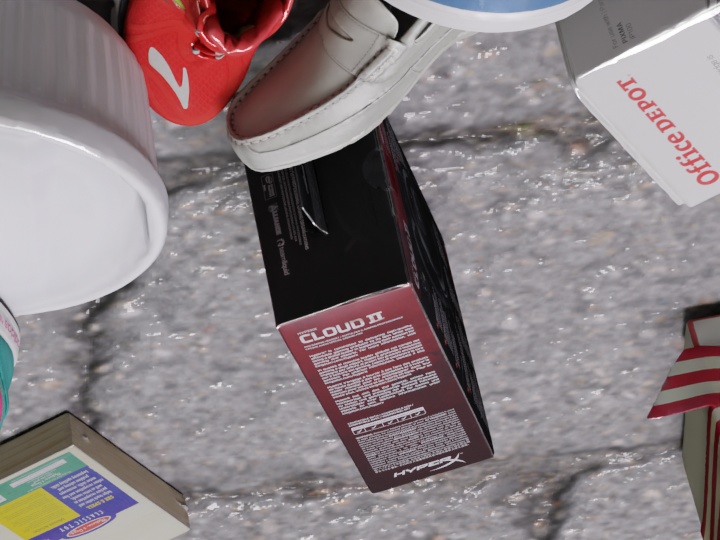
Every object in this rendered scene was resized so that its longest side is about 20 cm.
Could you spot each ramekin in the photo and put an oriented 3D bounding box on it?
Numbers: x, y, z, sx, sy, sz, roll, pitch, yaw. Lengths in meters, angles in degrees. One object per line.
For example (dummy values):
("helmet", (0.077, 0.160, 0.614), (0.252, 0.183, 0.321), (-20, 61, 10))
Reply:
("ramekin", (-0.190, -0.063, 1.442), (0.202, 0.095, 0.203), (1, 152, 1))

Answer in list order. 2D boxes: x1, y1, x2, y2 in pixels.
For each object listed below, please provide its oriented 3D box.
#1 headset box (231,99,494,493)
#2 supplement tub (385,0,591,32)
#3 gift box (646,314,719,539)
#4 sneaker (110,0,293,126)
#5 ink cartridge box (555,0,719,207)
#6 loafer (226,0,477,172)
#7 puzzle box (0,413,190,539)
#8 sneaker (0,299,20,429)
("headset box", (0.000, 0.000, 1.565), (0.077, 0.149, 0.200), (-18, 145, 8))
("supplement tub", (0.064, -0.216, 1.290), (0.144, 0.145, 0.200), (-4, 144, -12))
("gift box", (0.277, 0.124, 1.790), (0.199, 0.185, 0.187), (-14, 147, -7))
("sneaker", (-0.070, -0.128, 1.422), (0.077, 0.085, 0.200), (1, 143, -16))
("ink cartridge box", (0.211, -0.134, 1.498), (0.200, 0.083, 0.146), (-27, 143, 18))
("loafer", (0.010, -0.124, 1.459), (0.200, 0.070, 0.070), (-38, 137, 10))
("puzzle box", (-0.221, 0.161, 1.830), (0.200, 0.025, 0.133), (-25, 142, 18))
("sneaker", (-0.228, 0.048, 1.423), (0.083, 0.121, 0.200), (-10, 150, 21))
